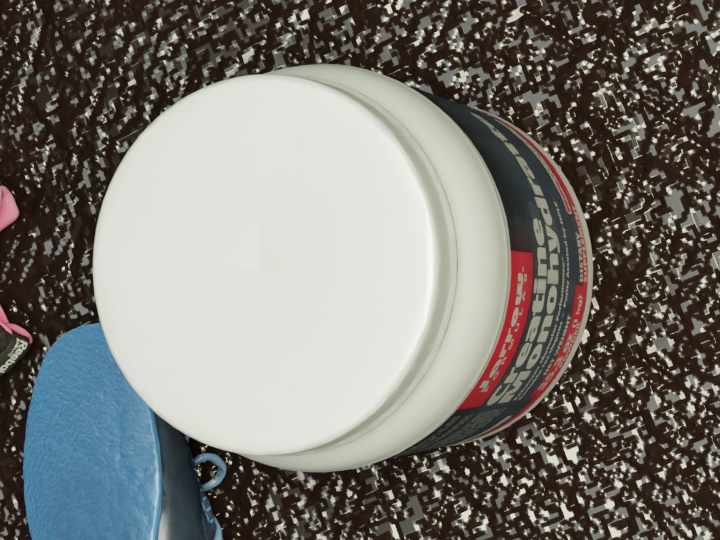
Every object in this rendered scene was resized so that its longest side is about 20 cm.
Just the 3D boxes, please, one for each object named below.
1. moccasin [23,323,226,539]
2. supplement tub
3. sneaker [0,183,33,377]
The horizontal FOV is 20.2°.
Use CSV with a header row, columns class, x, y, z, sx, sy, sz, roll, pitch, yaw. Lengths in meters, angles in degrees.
class,x,y,z,sx,sy,sz,roll,pitch,yaw
moccasin,-0.093,0.123,0.850,0.080,0.068,0.202,-10,84,27
supplement tub,0.000,0.000,0.746,0.139,0.200,0.142,0,89,19
sneaker,-0.193,0.046,0.889,0.094,0.079,0.202,6,92,8
